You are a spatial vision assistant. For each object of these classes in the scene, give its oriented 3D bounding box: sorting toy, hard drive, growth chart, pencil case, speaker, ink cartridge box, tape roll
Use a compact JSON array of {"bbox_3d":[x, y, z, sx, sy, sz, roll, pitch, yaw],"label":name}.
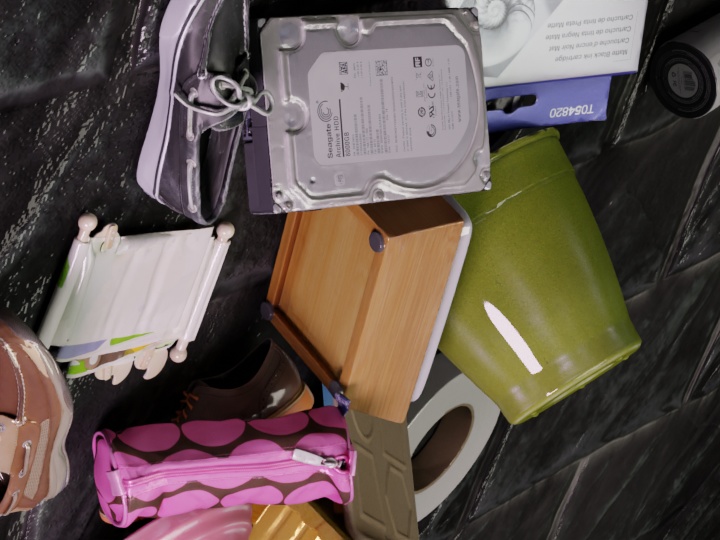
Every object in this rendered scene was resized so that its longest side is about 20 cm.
[{"bbox_3d":[0.007,0.164,1.888,0.036,0.200,0.185,-16,158,15],"label":"sorting toy"},{"bbox_3d":[0.006,-0.117,1.561,0.200,0.038,0.140,-7,94,-35],"label":"hard drive"},{"bbox_3d":[-0.166,0.022,1.586,0.200,0.018,0.145,-2,123,-59],"label":"growth chart"},{"bbox_3d":[-0.103,0.149,1.656,0.200,0.094,0.091,-7,103,-12],"label":"pencil case"},{"bbox_3d":[0.374,-0.221,2.136,0.200,0.081,0.081,-31,145,-41],"label":"speaker"},{"bbox_3d":[0.135,-0.193,1.691,0.199,0.041,0.200,-9,120,-26],"label":"ink cartridge box"},{"bbox_3d":[0.065,0.167,2.121,0.203,0.037,0.203,-39,150,-28],"label":"tape roll"}]

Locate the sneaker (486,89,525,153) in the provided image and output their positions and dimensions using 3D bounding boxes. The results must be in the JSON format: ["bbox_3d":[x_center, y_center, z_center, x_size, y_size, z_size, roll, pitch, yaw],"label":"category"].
[{"bbox_3d":[0.101,-0.180,1.749,0.200,0.073,0.112,-56,148,-10],"label":"sneaker"}]

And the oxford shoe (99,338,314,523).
[{"bbox_3d":[-0.135,0.128,1.734,0.200,0.071,0.073,-36,116,-21],"label":"oxford shoe"}]

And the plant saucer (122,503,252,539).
[{"bbox_3d":[-0.166,0.255,1.753,0.200,0.051,0.201,-34,164,-11],"label":"plant saucer"}]

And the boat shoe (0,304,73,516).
[{"bbox_3d":[-0.246,0.107,1.491,0.072,0.076,0.200,-36,147,-30],"label":"boat shoe"}]

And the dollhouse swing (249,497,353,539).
[{"bbox_3d":[-0.071,0.279,1.850,0.176,0.200,0.182,-47,154,1],"label":"dollhouse swing"}]

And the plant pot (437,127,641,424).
[{"bbox_3d":[0.130,0.017,1.797,0.200,0.193,0.200,-31,172,-5],"label":"plant pot"}]

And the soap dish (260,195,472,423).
[{"bbox_3d":[0.000,0.000,1.697,0.081,0.157,0.200,-11,132,-33],"label":"soap dish"}]

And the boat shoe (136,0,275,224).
[{"bbox_3d":[-0.100,-0.121,1.470,0.074,0.068,0.200,-20,138,-50],"label":"boat shoe"}]
